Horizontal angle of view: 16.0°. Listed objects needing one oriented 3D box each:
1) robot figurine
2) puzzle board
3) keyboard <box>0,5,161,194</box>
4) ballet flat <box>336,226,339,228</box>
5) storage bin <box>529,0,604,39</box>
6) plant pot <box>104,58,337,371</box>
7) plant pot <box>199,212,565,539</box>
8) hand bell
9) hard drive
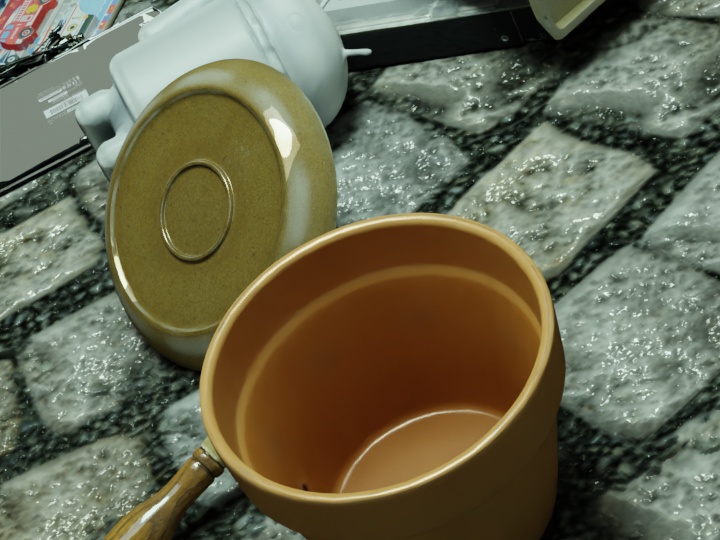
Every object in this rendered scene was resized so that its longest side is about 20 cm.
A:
[{"bbox_3d":[-0.093,-0.124,1.745,0.199,0.113,0.170,-28,62,-1],"label":"robot figurine"},{"bbox_3d":[-0.259,-0.193,1.998,0.150,0.017,0.201,-3,45,28],"label":"puzzle board"},{"bbox_3d":[-0.218,-0.127,1.888,0.199,0.040,0.104,-27,69,-2],"label":"keyboard"},{"bbox_3d":[0.000,0.000,1.593,0.199,0.064,0.068,7,49,35],"label":"ballet flat"},{"bbox_3d":[0.112,-0.268,1.746,0.198,0.094,0.200,-42,44,-19],"label":"storage bin"},{"bbox_3d":[-0.097,-0.037,1.623,0.199,0.027,0.202,-7,80,40],"label":"plant pot"},{"bbox_3d":[0.026,0.087,1.408,0.199,0.140,0.201,-12,46,12],"label":"plant pot"},{"bbox_3d":[-0.095,0.120,1.518,0.200,0.104,0.104,-48,41,-5],"label":"hand bell"},{"bbox_3d":[0.056,-0.208,1.815,0.199,0.038,0.140,-5,44,24],"label":"hard drive"}]
